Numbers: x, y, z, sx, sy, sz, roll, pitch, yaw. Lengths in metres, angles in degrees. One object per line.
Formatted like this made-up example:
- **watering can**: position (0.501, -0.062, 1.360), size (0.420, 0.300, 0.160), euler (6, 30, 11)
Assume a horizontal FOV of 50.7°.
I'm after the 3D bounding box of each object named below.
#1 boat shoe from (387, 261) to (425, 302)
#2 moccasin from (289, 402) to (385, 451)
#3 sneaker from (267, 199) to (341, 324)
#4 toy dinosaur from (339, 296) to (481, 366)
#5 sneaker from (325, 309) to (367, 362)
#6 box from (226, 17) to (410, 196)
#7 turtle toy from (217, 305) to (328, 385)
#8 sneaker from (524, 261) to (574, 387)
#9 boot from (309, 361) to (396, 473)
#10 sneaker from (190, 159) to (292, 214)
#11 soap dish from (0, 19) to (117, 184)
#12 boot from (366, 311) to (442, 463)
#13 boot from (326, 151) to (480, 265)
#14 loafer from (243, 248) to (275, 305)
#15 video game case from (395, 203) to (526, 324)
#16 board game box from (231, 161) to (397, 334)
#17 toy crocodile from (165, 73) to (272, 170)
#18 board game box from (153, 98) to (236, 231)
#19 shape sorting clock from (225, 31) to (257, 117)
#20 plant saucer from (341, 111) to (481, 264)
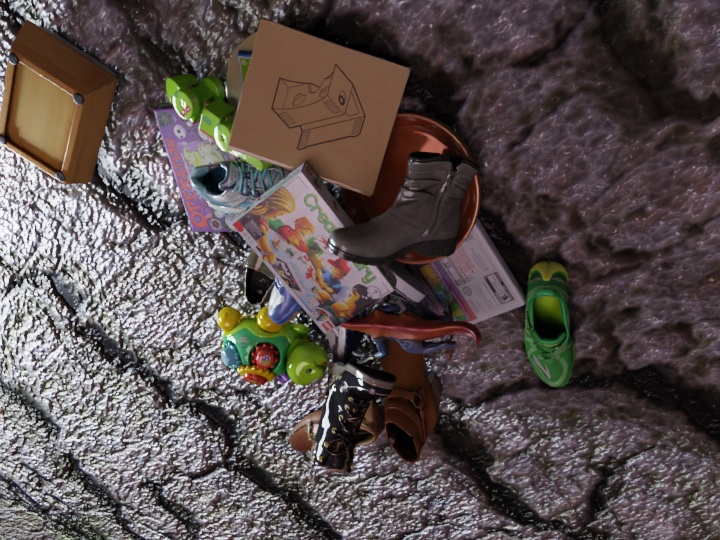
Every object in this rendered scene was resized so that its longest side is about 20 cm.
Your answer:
- **boat shoe**: position (0.000, 0.001, 1.061), size (0.196, 0.074, 0.069), euler (30, 107, -22)
- **moccasin**: position (-0.046, 0.289, 1.329), size (0.197, 0.078, 0.075), euler (-12, 118, 29)
- **sneaker**: position (-0.103, -0.022, 1.096), size (0.087, 0.075, 0.204), euler (17, 103, -34)
- **toy dinosaur**: position (0.048, 0.065, 1.071), size (0.177, 0.108, 0.200), euler (12, 158, -18)
- **sneaker**: position (-0.042, 0.051, 1.179), size (0.083, 0.077, 0.205), euler (11, 120, 27)
- **box**: position (-0.053, -0.204, 0.956), size (0.195, 0.021, 0.168), euler (17, 103, -8)
- **turtle toy**: position (-0.140, 0.130, 1.211), size (0.195, 0.104, 0.146), euler (-1, 153, 23)
- **sneaker**: position (0.259, 0.088, 1.062), size (0.072, 0.084, 0.204), euler (-1, 123, 22)
- **boot**: position (-0.016, 0.212, 1.093), size (0.072, 0.155, 0.199), euler (17, 171, -21)
- **sneaker**: position (-0.148, -0.113, 1.031), size (0.195, 0.080, 0.086), euler (0, 166, 28)
- **soap dish**: position (-0.458, -0.240, 1.134), size (0.155, 0.082, 0.202), euler (32, 128, -1)
- **boot**: position (0.053, 0.178, 1.162), size (0.075, 0.156, 0.203), euler (-16, 116, 30)
- **boot**: position (0.051, -0.084, 0.927), size (0.068, 0.195, 0.134), euler (43, 132, 46)
- **loafer**: position (-0.134, -0.022, 1.157), size (0.074, 0.070, 0.203), euler (22, 128, 6)
- **video game case**: position (0.116, -0.003, 1.099), size (0.179, 0.023, 0.202), euler (-24, 112, 33)
- **board game box**: position (-0.058, -0.024, 0.997), size (0.125, 0.035, 0.201), euler (-32, 109, 24)
- **toy crocodile**: position (-0.189, -0.200, 1.019), size (0.199, 0.067, 0.062), euler (39, 136, 12)
- **board game box**: position (-0.225, -0.152, 1.134), size (0.117, 0.032, 0.204), euler (4, 124, 25)
- **shape sorting clock**: position (-0.097, -0.223, 1.023), size (0.195, 0.039, 0.205), euler (13, 125, 19)
- **plant saucer**: position (0.068, -0.110, 1.018), size (0.195, 0.032, 0.206), euler (9, 113, 21)
